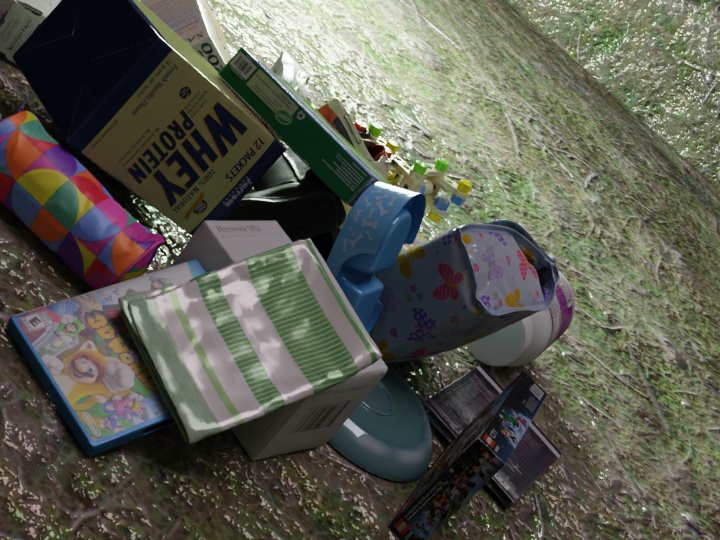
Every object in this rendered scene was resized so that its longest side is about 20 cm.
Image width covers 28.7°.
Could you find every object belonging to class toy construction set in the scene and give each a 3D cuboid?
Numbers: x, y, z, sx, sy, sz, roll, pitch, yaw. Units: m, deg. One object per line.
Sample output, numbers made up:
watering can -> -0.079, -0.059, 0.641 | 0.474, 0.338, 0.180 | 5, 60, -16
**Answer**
toy construction set -> 0.042, -0.139, 1.864 | 0.130, 0.093, 0.199 | 4, 19, -43

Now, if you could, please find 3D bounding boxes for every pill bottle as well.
pill bottle -> 0.202, 0.060, 1.816 | 0.112, 0.112, 0.200 | 45, 24, 9

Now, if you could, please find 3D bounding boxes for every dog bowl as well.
dog bowl -> 0.000, 0.000, 1.448 | 0.049, 0.202, 0.111 | 29, 16, 16

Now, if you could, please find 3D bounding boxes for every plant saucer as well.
plant saucer -> 0.004, 0.136, 1.487 | 0.199, 0.027, 0.201 | 33, 26, -18

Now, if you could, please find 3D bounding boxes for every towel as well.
towel -> -0.096, 0.055, 1.240 | 0.198, 0.023, 0.153 | -19, 62, -29

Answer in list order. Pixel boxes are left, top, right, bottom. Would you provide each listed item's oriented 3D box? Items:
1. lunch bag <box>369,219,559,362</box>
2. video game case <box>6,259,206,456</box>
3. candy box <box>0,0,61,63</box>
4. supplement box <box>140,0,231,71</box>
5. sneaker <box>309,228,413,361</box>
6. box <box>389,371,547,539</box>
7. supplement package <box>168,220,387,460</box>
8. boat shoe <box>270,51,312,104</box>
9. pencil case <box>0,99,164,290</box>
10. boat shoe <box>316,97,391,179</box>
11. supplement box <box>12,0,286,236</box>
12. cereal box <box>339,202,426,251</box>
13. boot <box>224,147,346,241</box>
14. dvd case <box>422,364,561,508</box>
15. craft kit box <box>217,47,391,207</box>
lunch bag -> 0.108, 0.022, 1.569 | 0.199, 0.168, 0.129 | 2, 69, -53
video game case -> -0.187, 0.070, 1.227 | 0.199, 0.018, 0.144 | -19, 61, -40
candy box -> -0.336, -0.282, 1.617 | 0.199, 0.072, 0.169 | 26, 29, -34
supplement box -> -0.210, -0.283, 1.748 | 0.201, 0.073, 0.127 | -112, 175, -45
sneaker -> 0.000, 0.015, 1.651 | 0.104, 0.060, 0.201 | 9, 44, -51
box -> 0.112, 0.189, 1.424 | 0.038, 0.137, 0.200 | 44, 23, 3
supplement package -> -0.092, 0.062, 1.349 | 0.201, 0.118, 0.116 | 51, 28, 22
boat shoe -> -0.096, -0.240, 1.924 | 0.069, 0.071, 0.200 | 33, 18, -13
pencil case -> -0.277, -0.064, 1.325 | 0.200, 0.088, 0.088 | 46, 24, 4
boat shoe -> 0.003, -0.132, 1.703 | 0.200, 0.063, 0.071 | 43, 5, -42
supplement box -> -0.217, -0.171, 1.437 | 0.199, 0.134, 0.200 | 39, 7, -43
cereal box -> 0.029, -0.046, 1.763 | 0.144, 0.040, 0.200 | 41, 9, -6
boot -> -0.110, -0.089, 1.622 | 0.163, 0.066, 0.200 | -7, 25, -9
dvd case -> 0.154, 0.188, 1.637 | 0.149, 0.016, 0.200 | 48, 24, 10
craft kit box -> -0.049, -0.143, 1.526 | 0.200, 0.049, 0.197 | 46, 8, 11
